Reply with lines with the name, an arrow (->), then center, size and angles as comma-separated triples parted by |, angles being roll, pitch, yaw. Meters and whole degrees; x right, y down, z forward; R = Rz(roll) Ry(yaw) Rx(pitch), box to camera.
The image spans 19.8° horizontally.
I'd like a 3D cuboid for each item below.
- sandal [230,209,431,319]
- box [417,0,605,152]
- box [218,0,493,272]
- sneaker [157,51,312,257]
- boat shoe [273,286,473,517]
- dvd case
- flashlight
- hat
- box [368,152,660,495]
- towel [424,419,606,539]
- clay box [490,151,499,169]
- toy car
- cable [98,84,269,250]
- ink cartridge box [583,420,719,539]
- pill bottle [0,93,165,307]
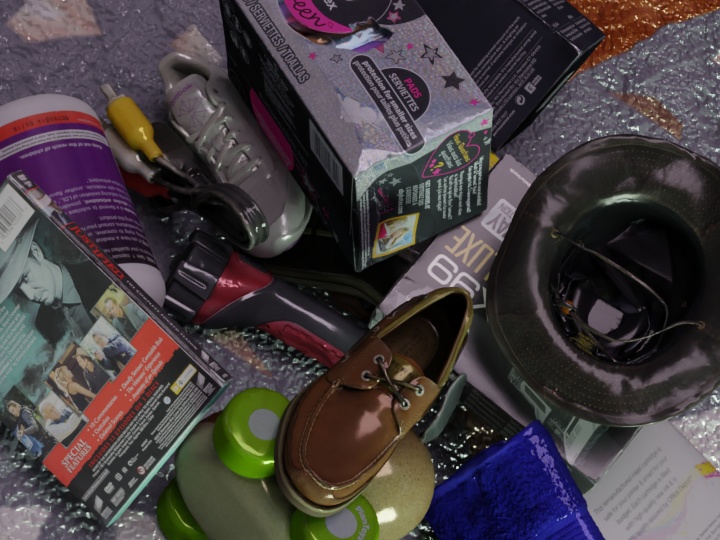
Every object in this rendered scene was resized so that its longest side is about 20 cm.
sandal -> -0.001, -0.001, 1.567 | 0.201, 0.057, 0.080 | 19, 59, 5
box -> 0.085, -0.200, 1.633 | 0.182, 0.104, 0.200 | 42, 16, 3
box -> -0.003, -0.127, 1.442 | 0.115, 0.132, 0.200 | -27, 63, -14
sneaker -> -0.101, -0.086, 1.521 | 0.100, 0.075, 0.200 | 33, 20, -44
boat shoe -> 0.010, 0.073, 1.317 | 0.072, 0.068, 0.200 | 40, 43, -5
dvd case -> -0.196, 0.052, 1.363 | 0.200, 0.146, 0.022 | 43, 26, 7
flashlight -> -0.051, 0.047, 1.509 | 0.200, 0.068, 0.068 | 33, 56, -10
hat -> 0.185, 0.012, 1.426 | 0.200, 0.081, 0.201 | -1, 80, 5
box -> 0.130, 0.038, 1.477 | 0.200, 0.050, 0.158 | 39, 71, 5
towel -> 0.124, 0.219, 1.427 | 0.050, 0.148, 0.200 | -21, 74, -36
clay box -> 0.112, -0.003, 1.578 | 0.200, 0.115, 0.048 | 45, 53, 7
toy car -> -0.012, 0.134, 1.405 | 0.200, 0.164, 0.158 | -32, 78, -34
cable -> -0.132, -0.054, 1.484 | 0.050, 0.097, 0.200 | -23, 43, -21
ink cartridge box -> 0.202, 0.196, 1.518 | 0.200, 0.088, 0.145 | 47, 53, 6
pill bottle -> -0.207, -0.016, 1.441 | 0.112, 0.112, 0.200 | -12, 66, -30
